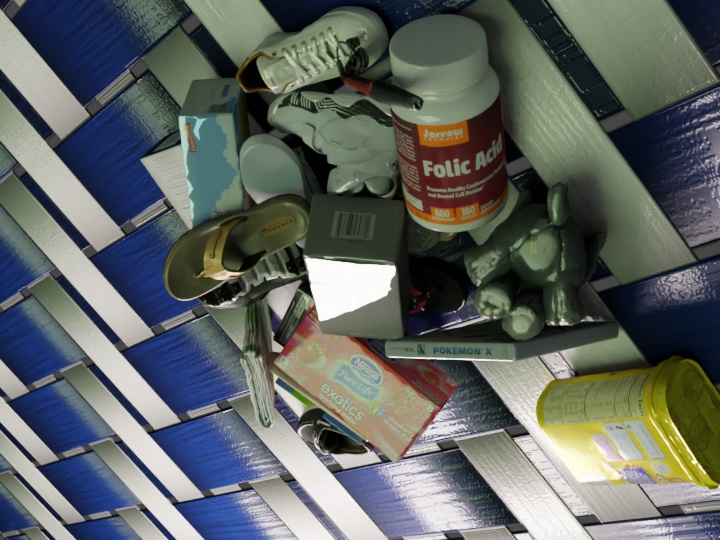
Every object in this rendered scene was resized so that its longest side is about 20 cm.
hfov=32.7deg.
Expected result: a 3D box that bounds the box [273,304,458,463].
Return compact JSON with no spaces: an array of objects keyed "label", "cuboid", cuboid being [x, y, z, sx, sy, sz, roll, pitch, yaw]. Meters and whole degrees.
[{"label":"box","cuboid":[0.008,0.127,1.511,0.200,0.095,0.100,39,111,7]}]

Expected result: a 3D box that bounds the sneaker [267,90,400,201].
[{"label":"sneaker","cuboid":[-0.030,-0.135,1.362,0.199,0.116,0.075,6,173,35]}]

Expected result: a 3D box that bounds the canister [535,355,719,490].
[{"label":"canister","cuboid":[0.315,0.180,1.411,0.199,0.087,0.149,-15,117,51]}]

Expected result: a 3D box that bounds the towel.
[{"label":"towel","cuboid":[-0.141,0.095,1.669,0.030,0.201,0.150,-7,132,-1]}]

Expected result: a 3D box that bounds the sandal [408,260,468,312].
[{"label":"sandal","cuboid":[0.047,0.023,1.527,0.199,0.045,0.075,9,133,37]}]

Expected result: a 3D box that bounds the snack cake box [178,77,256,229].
[{"label":"snack cake box","cuboid":[-0.167,-0.117,1.473,0.067,0.115,0.201,-2,120,2]}]

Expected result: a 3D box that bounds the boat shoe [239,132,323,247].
[{"label":"boat shoe","cuboid":[-0.086,-0.114,1.469,0.074,0.087,0.202,-21,141,15]}]

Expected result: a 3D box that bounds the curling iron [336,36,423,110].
[{"label":"curling iron","cuboid":[0.015,-0.185,1.198,0.200,0.025,0.050,-130,28,-60]}]

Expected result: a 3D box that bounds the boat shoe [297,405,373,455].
[{"label":"boat shoe","cuboid":[-0.036,0.244,1.824,0.199,0.060,0.074,-8,128,48]}]

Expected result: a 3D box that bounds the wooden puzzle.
[{"label":"wooden puzzle","cuboid":[-0.040,0.178,1.672,0.185,0.046,0.200,34,-176,9]}]

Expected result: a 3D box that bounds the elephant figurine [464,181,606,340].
[{"label":"elephant figurine","cuboid":[0.188,-0.015,1.305,0.154,0.200,0.142,-22,95,22]}]

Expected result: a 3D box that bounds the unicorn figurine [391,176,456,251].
[{"label":"unicorn figurine","cuboid":[0.026,-0.047,1.445,0.199,0.074,0.138,0,139,36]}]

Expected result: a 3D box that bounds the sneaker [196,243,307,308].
[{"label":"sneaker","cuboid":[-0.121,-0.002,1.564,0.091,0.199,0.067,118,129,-74]}]

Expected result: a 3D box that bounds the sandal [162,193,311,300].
[{"label":"sandal","cuboid":[-0.144,-0.024,1.428,0.199,0.054,0.081,-25,119,7]}]

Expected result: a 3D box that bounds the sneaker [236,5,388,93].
[{"label":"sneaker","cuboid":[-0.056,-0.226,1.329,0.199,0.085,0.073,-9,120,45]}]

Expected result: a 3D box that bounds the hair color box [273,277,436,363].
[{"label":"hair color box","cuboid":[-0.007,0.100,1.612,0.199,0.061,0.100,34,125,9]}]

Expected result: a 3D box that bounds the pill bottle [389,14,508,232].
[{"label":"pill bottle","cuboid":[0.089,-0.148,1.248,0.113,0.114,0.201,17,139,29]}]

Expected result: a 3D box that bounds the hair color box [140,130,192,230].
[{"label":"hair color box","cuboid":[-0.190,-0.091,1.614,0.100,0.061,0.201,-10,120,46]}]

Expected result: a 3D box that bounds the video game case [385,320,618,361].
[{"label":"video game case","cuboid":[0.159,0.076,1.369,0.181,0.199,0.022,-2,94,44]}]

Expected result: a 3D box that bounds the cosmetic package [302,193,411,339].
[{"label":"cosmetic package","cuboid":[0.000,0.000,1.376,0.106,0.091,0.200,4,151,8]}]
